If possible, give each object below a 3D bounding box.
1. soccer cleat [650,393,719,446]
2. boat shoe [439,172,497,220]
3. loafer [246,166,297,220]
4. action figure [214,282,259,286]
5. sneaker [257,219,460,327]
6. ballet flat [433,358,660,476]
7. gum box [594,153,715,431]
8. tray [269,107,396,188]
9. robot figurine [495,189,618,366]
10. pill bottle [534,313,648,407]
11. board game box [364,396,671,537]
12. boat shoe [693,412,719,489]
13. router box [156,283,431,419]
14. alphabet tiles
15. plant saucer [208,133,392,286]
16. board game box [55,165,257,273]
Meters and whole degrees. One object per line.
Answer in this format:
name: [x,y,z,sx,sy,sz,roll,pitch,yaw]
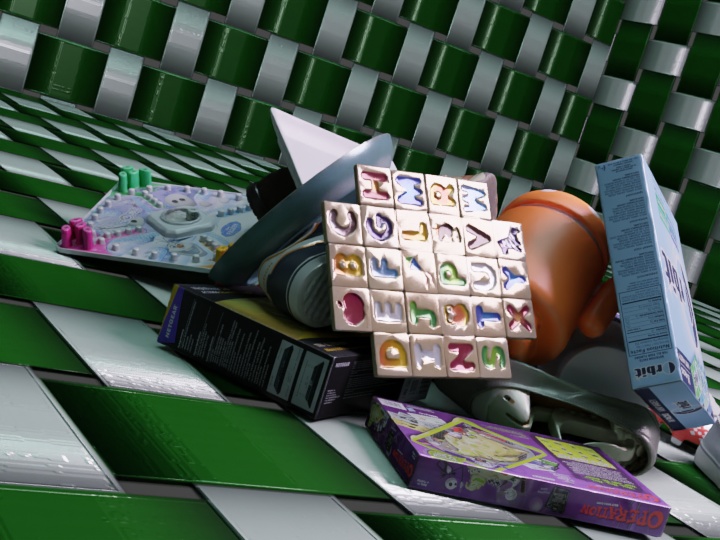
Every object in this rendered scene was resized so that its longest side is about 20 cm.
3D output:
soccer cleat: [0.335,0.123,1.188,0.068,0.086,0.200,12,22,-41]
boat shoe: [0.087,-0.063,1.180,0.071,0.076,0.200,5,8,21]
loafer: [-0.036,-0.070,1.199,0.200,0.071,0.073,3,56,-60]
action figure: [-0.099,0.006,1.204,0.065,0.099,0.200,22,30,7]
sneaker: [0.008,-0.008,0.927,0.199,0.079,0.079,-9,21,-38]
ballet flat: [0.155,0.122,0.949,0.199,0.068,0.064,16,38,3]
gum box: [0.260,0.024,0.991,0.044,0.201,0.170,-13,-24,21]
tray: [-0.015,-0.094,1.156,0.199,0.022,0.108,17,41,-49]
robot figurine: [0.155,0.004,1.027,0.143,0.200,0.117,-10,-58,44]
pill bottle: [0.223,0.096,1.087,0.110,0.112,0.200,18,7,4]
board game box: [0.111,0.142,0.823,0.199,0.033,0.120,15,4,-17]
boat shoe: [0.365,0.176,1.011,0.072,0.069,0.200,17,8,-3]
router box: [-0.044,0.062,0.933,0.157,0.053,0.200,22,8,26]
alphabet tiles: [0.058,0.002,0.892,0.199,0.168,0.006,5,-17,-33]
plant saucer: [-0.045,-0.046,0.980,0.027,0.200,0.200,52,12,3]
board game box: [-0.188,-0.057,1.179,0.199,0.026,0.200,8,26,6]
